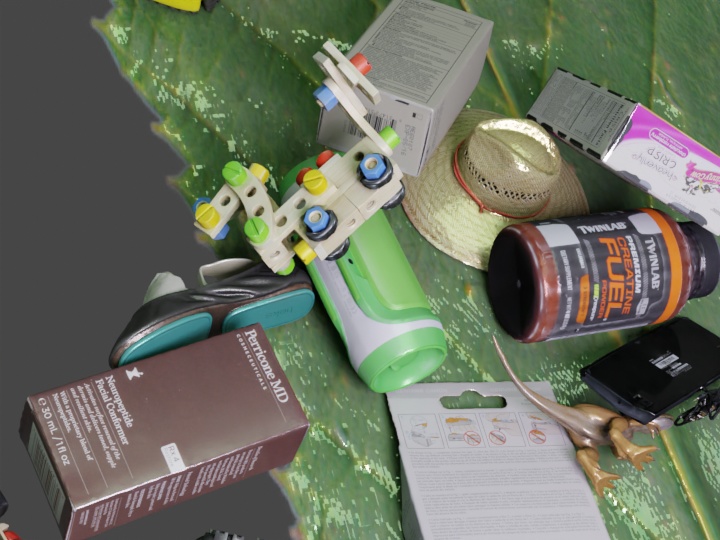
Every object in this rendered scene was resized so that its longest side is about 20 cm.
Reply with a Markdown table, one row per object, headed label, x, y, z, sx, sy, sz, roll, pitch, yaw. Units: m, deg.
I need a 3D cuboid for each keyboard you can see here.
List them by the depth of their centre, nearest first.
| label | x | y | z | sx | sy | sz | roll | pitch | yaw |
| --- | --- | --- | --- | --- | --- | --- | --- | --- | --- |
| keyboard | 0.272 | 0.101 | 1.248 | 0.104 | 0.040 | 0.199 | 35 | 33 | 28 |

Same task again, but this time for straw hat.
| label | x | y | z | sx | sy | sz | roll | pitch | yaw |
| --- | --- | --- | --- | --- | --- | --- | --- | --- | --- |
| straw hat | 0.137 | -0.097 | 1.324 | 0.199 | 0.085 | 0.203 | 8 | 58 | -13 |

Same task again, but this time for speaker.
| label | x | y | z | sx | sy | sz | roll | pitch | yaw |
| --- | --- | --- | --- | --- | --- | --- | --- | --- | --- |
| speaker | 0.000 | 0.000 | 1.220 | 0.088 | 0.089 | 0.201 | -14 | 63 | -25 |

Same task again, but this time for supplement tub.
| label | x | y | z | sx | sy | sz | roll | pitch | yaw |
| --- | --- | --- | --- | --- | --- | --- | --- | --- | --- |
| supplement tub | 0.221 | 0.000 | 1.277 | 0.198 | 0.107 | 0.108 | -8 | 62 | -21 |

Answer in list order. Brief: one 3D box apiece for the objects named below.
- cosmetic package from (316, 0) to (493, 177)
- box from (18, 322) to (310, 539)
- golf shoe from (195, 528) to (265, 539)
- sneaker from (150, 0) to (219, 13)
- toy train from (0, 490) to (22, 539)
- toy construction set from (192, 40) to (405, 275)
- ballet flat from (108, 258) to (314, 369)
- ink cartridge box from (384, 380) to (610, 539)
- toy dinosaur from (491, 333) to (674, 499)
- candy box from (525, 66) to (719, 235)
| label | x | y | z | sx | sy | sz | roll | pitch | yaw |
| --- | --- | --- | --- | --- | --- | --- | --- | --- | --- |
| cosmetic package | 0.043 | -0.175 | 1.309 | 0.103 | 0.074 | 0.200 | 20 | 36 | 11 |
| box | -0.150 | 0.124 | 1.105 | 0.198 | 0.075 | 0.101 | -17 | 65 | -28 |
| golf shoe | -0.038 | 0.260 | 1.064 | 0.198 | 0.078 | 0.095 | 16 | 73 | -5 |
| sneaker | -0.221 | -0.310 | 1.346 | 0.198 | 0.085 | 0.079 | 9 | 57 | -11 |
| toy train | -0.249 | 0.217 | 1.040 | 0.046 | 0.034 | 0.201 | -20 | 66 | -41 |
| toy construction set | -0.042 | -0.081 | 1.169 | 0.200 | 0.092 | 0.131 | -50 | 57 | 8 |
| ballet flat | -0.131 | 0.032 | 1.178 | 0.199 | 0.068 | 0.069 | -16 | 55 | -37 |
| ink cartridge box | 0.108 | 0.179 | 1.179 | 0.159 | 0.050 | 0.201 | 1 | 40 | -17 |
| toy dinosaur | 0.188 | 0.130 | 1.198 | 0.199 | 0.061 | 0.107 | 20 | 25 | -35 |
| candy box | 0.247 | -0.112 | 1.293 | 0.136 | 0.061 | 0.200 | 29 | 9 | -20 |
